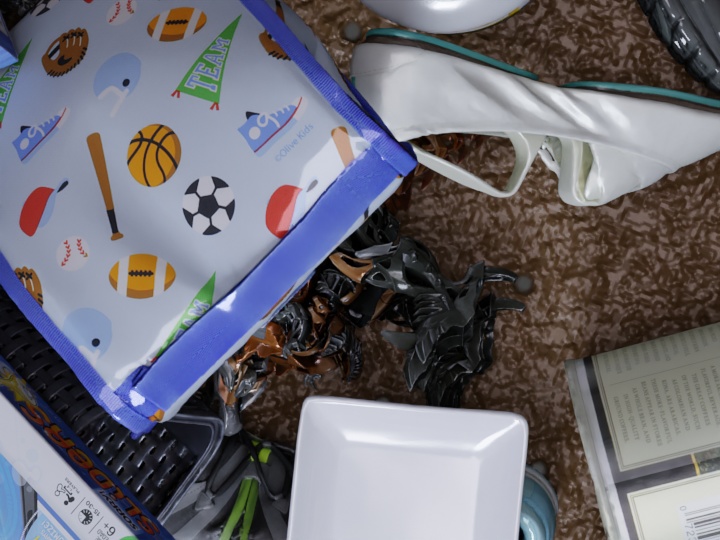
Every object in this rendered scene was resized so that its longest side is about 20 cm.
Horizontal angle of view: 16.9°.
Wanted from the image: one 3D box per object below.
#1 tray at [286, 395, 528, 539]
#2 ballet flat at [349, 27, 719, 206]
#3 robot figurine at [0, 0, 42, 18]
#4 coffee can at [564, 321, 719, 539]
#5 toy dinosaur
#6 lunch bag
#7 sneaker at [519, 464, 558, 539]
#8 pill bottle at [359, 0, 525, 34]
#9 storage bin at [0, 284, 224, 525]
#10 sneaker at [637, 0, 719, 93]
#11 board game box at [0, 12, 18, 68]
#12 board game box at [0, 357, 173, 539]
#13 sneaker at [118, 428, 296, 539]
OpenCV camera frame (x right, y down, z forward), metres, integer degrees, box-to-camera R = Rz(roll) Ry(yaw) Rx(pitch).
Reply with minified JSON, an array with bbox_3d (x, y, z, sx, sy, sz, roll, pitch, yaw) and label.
[{"bbox_3d":[0.016,0.160,1.115,0.107,0.022,0.200,5,91,-5],"label":"tray"},{"bbox_3d":[0.085,-0.063,1.132,0.200,0.069,0.069,10,96,-19],"label":"ballet flat"},{"bbox_3d":[-0.114,-0.184,1.122,0.200,0.058,0.145,-4,95,-22],"label":"robot figurine"},{"bbox_3d":[0.208,0.086,1.118,0.200,0.146,0.146,-15,94,5],"label":"coffee can"},{"bbox_3d":[0.000,0.000,1.154,0.136,0.102,0.200,39,104,19],"label":"toy dinosaur"},{"bbox_3d":[-0.077,-0.040,1.046,0.170,0.200,0.124,-45,131,5],"label":"lunch bag"},{"bbox_3d":[0.011,0.167,1.171,0.074,0.082,0.200,45,96,0],"label":"sneaker"},{"bbox_3d":[0.037,-0.162,1.079,0.113,0.200,0.113,0,95,4],"label":"pill bottle"},{"bbox_3d":[-0.173,0.114,1.109,0.094,0.135,0.200,40,100,23],"label":"storage bin"},{"bbox_3d":[0.158,-0.176,1.137,0.091,0.076,0.200,-24,95,-1],"label":"sneaker"},{"bbox_3d":[-0.276,-0.145,1.050,0.199,0.043,0.200,-23,79,4],"label":"board game box"},{"bbox_3d":[-0.184,0.100,1.009,0.200,0.034,0.135,44,101,14],"label":"board game box"},{"bbox_3d":[-0.058,0.108,1.175,0.199,0.071,0.083,-9,101,8],"label":"sneaker"}]
